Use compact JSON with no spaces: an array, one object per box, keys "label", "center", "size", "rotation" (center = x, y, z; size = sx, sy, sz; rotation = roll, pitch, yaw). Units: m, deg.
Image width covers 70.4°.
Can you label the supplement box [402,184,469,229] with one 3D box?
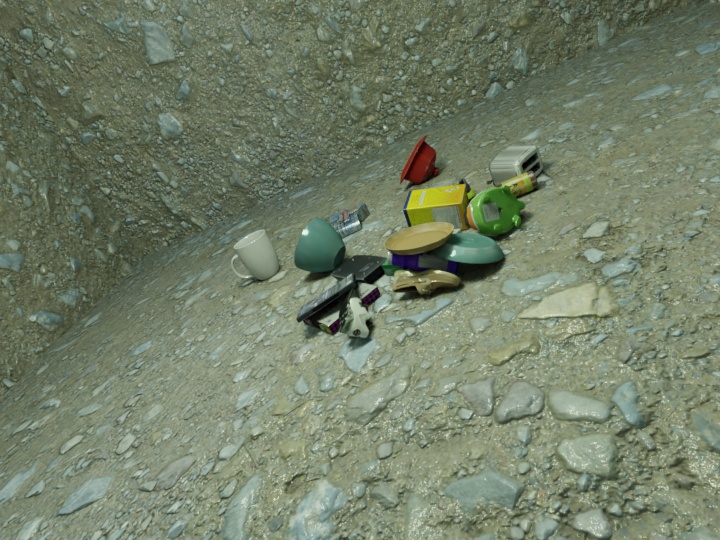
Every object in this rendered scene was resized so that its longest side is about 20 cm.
[{"label":"supplement box","center":[0.257,-0.203,1.702],"size":[0.198,0.109,0.110],"rotation":[-3,42,24]}]

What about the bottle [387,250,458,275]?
[{"label":"bottle","center":[0.176,-0.028,1.438],"size":[0.198,0.066,0.083],"rotation":[8,17,17]}]

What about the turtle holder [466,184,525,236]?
[{"label":"turtle holder","center":[0.400,-0.183,1.527],"size":[0.186,0.141,0.132],"rotation":[-45,10,-20]}]

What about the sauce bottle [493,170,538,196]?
[{"label":"sauce bottle","center":[0.490,-0.265,1.706],"size":[0.198,0.065,0.065],"rotation":[-24,22,12]}]

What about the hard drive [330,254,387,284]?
[{"label":"hard drive","center":[0.000,0.000,1.704],"size":[0.135,0.043,0.199],"rotation":[-38,24,-26]}]

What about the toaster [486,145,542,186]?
[{"label":"toaster","center":[0.545,-0.364,1.794],"size":[0.199,0.115,0.129],"rotation":[-37,26,-27]}]

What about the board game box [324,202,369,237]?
[{"label":"board game box","center":[-0.055,-0.216,2.220],"size":[0.198,0.062,0.200],"rotation":[-26,22,6]}]

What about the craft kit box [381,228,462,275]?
[{"label":"craft kit box","center":[0.197,-0.057,1.609],"size":[0.199,0.049,0.197],"rotation":[-3,30,46]}]

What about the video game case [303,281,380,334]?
[{"label":"video game case","center":[-0.063,0.106,1.550],"size":[0.199,0.036,0.181],"rotation":[-38,24,-25]}]

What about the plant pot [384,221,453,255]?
[{"label":"plant pot","center":[0.164,-0.086,1.418],"size":[0.198,0.028,0.200],"rotation":[-16,20,6]}]

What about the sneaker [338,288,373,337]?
[{"label":"sneaker","center":[-0.010,0.124,1.401],"size":[0.075,0.088,0.201],"rotation":[-60,13,25]}]

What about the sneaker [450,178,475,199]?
[{"label":"sneaker","center":[0.330,-0.260,1.838],"size":[0.200,0.081,0.074],"rotation":[-40,14,-33]}]

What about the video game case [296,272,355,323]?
[{"label":"video game case","center":[-0.100,0.079,1.529],"size":[0.199,0.019,0.143],"rotation":[-34,9,5]}]

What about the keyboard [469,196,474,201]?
[{"label":"keyboard","center":[0.392,-0.231,1.771],"size":[0.199,0.040,0.104],"rotation":[-37,24,-24]}]

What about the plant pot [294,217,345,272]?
[{"label":"plant pot","center":[-0.133,-0.073,1.865],"size":[0.134,0.201,0.200],"rotation":[25,45,17]}]

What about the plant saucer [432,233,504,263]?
[{"label":"plant saucer","center":[0.297,-0.068,1.410],"size":[0.197,0.036,0.200],"rotation":[2,20,-1]}]

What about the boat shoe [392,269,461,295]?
[{"label":"boat shoe","center":[0.179,0.039,1.399],"size":[0.198,0.071,0.065],"rotation":[0,68,36]}]

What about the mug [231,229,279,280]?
[{"label":"mug","center":[-0.444,-0.045,2.132],"size":[0.198,0.177,0.148],"rotation":[-27,21,0]}]

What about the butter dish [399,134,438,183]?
[{"label":"butter dish","center":[0.287,-0.478,2.316],"size":[0.200,0.147,0.201],"rotation":[-62,-1,39]}]
